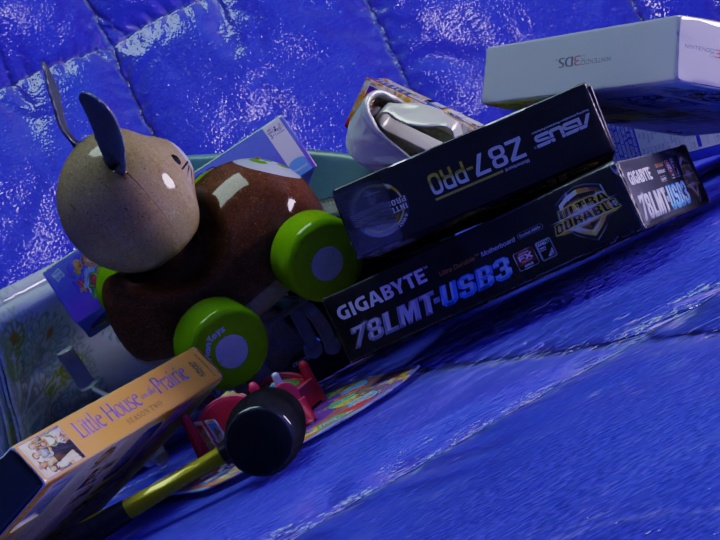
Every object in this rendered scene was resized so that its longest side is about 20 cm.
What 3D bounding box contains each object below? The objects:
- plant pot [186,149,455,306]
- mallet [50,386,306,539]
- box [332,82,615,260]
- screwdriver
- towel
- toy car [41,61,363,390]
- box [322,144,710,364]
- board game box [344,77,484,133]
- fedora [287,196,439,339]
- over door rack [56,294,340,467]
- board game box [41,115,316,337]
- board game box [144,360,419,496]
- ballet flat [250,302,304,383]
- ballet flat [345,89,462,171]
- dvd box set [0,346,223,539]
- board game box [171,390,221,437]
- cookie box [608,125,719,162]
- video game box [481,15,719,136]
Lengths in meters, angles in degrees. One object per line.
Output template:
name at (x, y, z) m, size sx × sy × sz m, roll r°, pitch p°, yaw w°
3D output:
plant pot at (-0.028, -0.027, 1.554) m, size 0.200 × 0.141 × 0.141 m, roll -5°, pitch -9°, yaw 36°
mallet at (-0.115, 0.122, 1.009) m, size 0.200 × 0.041 × 0.066 m, roll -30°, pitch 3°, yaw 14°
box at (0.073, -0.056, 1.153) m, size 0.161 × 0.049 × 0.200 m, roll -21°, pitch -2°, yaw 5°
screwdriver at (-0.070, 0.082, 1.363) m, size 0.200 × 0.029 × 0.028 m, roll -23°, pitch 5°, yaw 45°
towel at (-0.214, 0.072, 1.481) m, size 0.048 × 0.171 × 0.200 m, roll 18°, pitch 34°, yaw 37°
toy car at (-0.125, -0.050, 1.174) m, size 0.158 × 0.200 × 0.164 m, roll -43°, pitch 31°, yaw -12°
box at (0.101, -0.014, 1.161) m, size 0.198 × 0.050 × 0.200 m, roll -26°, pitch -2°, yaw 22°
board game box at (0.093, -0.097, 1.548) m, size 0.046 × 0.200 × 0.152 m, roll -65°, pitch -3°, yaw 8°
fedora at (0.000, 0.000, 1.356) m, size 0.200 × 0.092 × 0.201 m, roll -10°, pitch -6°, yaw -1°
over door rack at (-0.109, 0.063, 1.292) m, size 0.148 × 0.067 × 0.200 m, roll -33°, pitch 22°, yaw -14°
board game box at (-0.129, -0.029, 1.363) m, size 0.200 × 0.045 × 0.134 m, roll -34°, pitch -2°, yaw -7°
board game box at (-0.060, 0.082, 1.123) m, size 0.158 × 0.039 × 0.200 m, roll -28°, pitch 4°, yaw -26°
ballet flat at (-0.081, 0.071, 1.455) m, size 0.067 × 0.068 × 0.200 m, roll -47°, pitch 2°, yaw -13°
ballet flat at (0.079, -0.080, 1.422) m, size 0.069 × 0.200 × 0.069 m, roll -57°, pitch -17°, yaw -27°
dvd box set at (-0.172, 0.122, 1.059) m, size 0.146 × 0.029 × 0.200 m, roll -47°, pitch -8°, yaw 26°
board game box at (-0.190, 0.128, 1.382) m, size 0.200 × 0.035 × 0.135 m, roll -35°, pitch 7°, yaw -36°
cookie box at (0.263, -0.131, 1.448) m, size 0.200 × 0.075 × 0.171 m, roll -15°, pitch 7°, yaw 25°
video game box at (0.208, -0.122, 1.214) m, size 0.182 × 0.047 × 0.200 m, roll 3°, pitch -1°, yaw -32°
